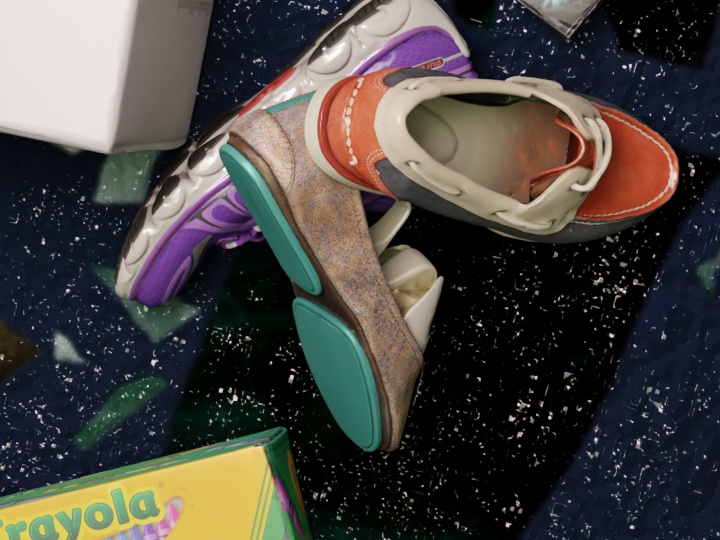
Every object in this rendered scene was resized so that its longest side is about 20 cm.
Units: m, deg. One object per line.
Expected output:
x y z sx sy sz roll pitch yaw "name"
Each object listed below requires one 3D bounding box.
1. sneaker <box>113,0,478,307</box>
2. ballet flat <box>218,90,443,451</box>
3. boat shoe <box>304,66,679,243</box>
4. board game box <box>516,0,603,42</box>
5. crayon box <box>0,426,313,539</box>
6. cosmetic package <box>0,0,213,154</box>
-0.030 -0.043 1.322 0.200 0.081 0.083 -38 101 13 "sneaker"
0.000 0.000 1.293 0.067 0.200 0.068 -36 45 -16 "ballet flat"
0.070 -0.052 1.254 0.063 0.200 0.071 -2 81 51 "boat shoe"
0.109 -0.222 1.306 0.135 0.028 0.200 42 99 3 "board game box"
-0.117 0.156 1.358 0.200 0.058 0.119 -15 93 10 "crayon box"
-0.152 -0.165 1.282 0.165 0.165 0.200 12 96 8 "cosmetic package"
